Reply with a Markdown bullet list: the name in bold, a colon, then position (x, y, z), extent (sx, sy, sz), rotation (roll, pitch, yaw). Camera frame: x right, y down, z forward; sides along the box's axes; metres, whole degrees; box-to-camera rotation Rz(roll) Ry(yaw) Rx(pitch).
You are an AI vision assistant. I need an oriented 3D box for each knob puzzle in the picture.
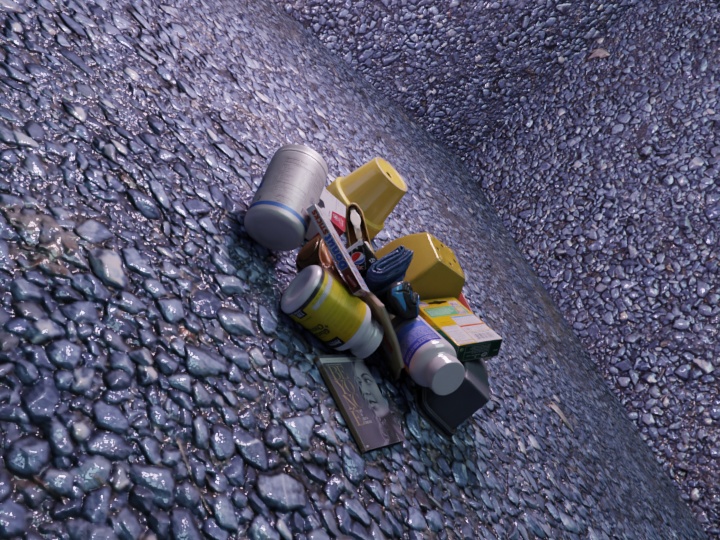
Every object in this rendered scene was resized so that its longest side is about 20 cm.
- **knob puzzle**: position (0.051, 0.119, 1.277), extent (0.220, 0.030, 0.220), rotation (90, -26, -60)

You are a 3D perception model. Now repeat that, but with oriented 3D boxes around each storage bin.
- **storage bin**: position (0.213, 0.257, 1.381), extent (0.146, 0.134, 0.200), rotation (45, 22, -11)

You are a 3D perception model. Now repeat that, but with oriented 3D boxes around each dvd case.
- **dvd case**: position (0.001, 0.248, 1.155), extent (0.149, 0.016, 0.200), rotation (11, 43, -56)

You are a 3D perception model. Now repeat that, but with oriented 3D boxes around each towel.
- **towel**: position (0.054, 0.023, 1.339), extent (0.049, 0.111, 0.200), rotation (52, -20, 15)

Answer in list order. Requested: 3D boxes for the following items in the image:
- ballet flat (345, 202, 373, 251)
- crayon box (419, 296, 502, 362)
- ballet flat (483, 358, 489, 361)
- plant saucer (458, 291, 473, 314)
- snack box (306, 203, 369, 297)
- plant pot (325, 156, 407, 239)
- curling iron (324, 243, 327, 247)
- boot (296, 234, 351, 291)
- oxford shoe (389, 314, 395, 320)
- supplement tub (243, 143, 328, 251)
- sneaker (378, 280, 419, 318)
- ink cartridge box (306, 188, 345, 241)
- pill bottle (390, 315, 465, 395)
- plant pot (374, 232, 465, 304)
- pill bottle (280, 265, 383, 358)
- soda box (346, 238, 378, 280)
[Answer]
- **ballet flat**: position (-0.008, -0.080, 1.541), extent (0.063, 0.068, 0.201), rotation (97, -22, -75)
- **crayon box**: position (0.221, 0.136, 1.414), extent (0.125, 0.052, 0.200), rotation (-5, 29, -26)
- **ballet flat**: position (0.229, 0.172, 1.471), extent (0.200, 0.068, 0.062), rotation (21, 0, 29)
- **plant saucer**: position (0.261, 0.173, 1.595), extent (0.037, 0.200, 0.200), rotation (-9, 49, -13)
- **snack box**: position (-0.044, -0.039, 1.208), extent (0.200, 0.024, 0.072), rotation (61, 7, 14)
- **plant pot**: position (0.022, -0.213, 1.704), extent (0.201, 0.189, 0.201), rotation (39, 24, -21)
- **curling iron**: position (-0.047, -0.040, 1.347), extent (0.050, 0.025, 0.200), rotation (64, 4, 23)
- **boot**: position (-0.067, 0.018, 1.345), extent (0.155, 0.074, 0.200), rotation (47, 19, -28)
- **oxford shoe**: position (0.106, 0.138, 1.447), extent (0.200, 0.074, 0.071), rotation (31, 26, -40)
- **supplement tub**: position (-0.155, -0.153, 1.269), extent (0.132, 0.132, 0.200), rotation (37, 50, -27)
- **sneaker**: position (0.074, 0.069, 1.273), extent (0.200, 0.082, 0.074), rotation (48, 45, -71)
- **ink cartridge box**: position (-0.135, -0.163, 1.469), extent (0.200, 0.083, 0.146), rotation (40, 24, -22)
- **pill bottle**: position (0.139, 0.183, 1.314), extent (0.112, 0.112, 0.200), rotation (33, 7, -35)
- **plant pot**: position (0.153, 0.020, 1.561), extent (0.195, 0.200, 0.195), rotation (33, 27, -37)
- **pill bottle**: position (-0.051, 0.088, 1.187), extent (0.200, 0.112, 0.112), rotation (39, 24, -22)
- **soda box**: position (0.000, 0.000, 1.365), extent (0.063, 0.071, 0.200), rotation (53, -7, 14)
